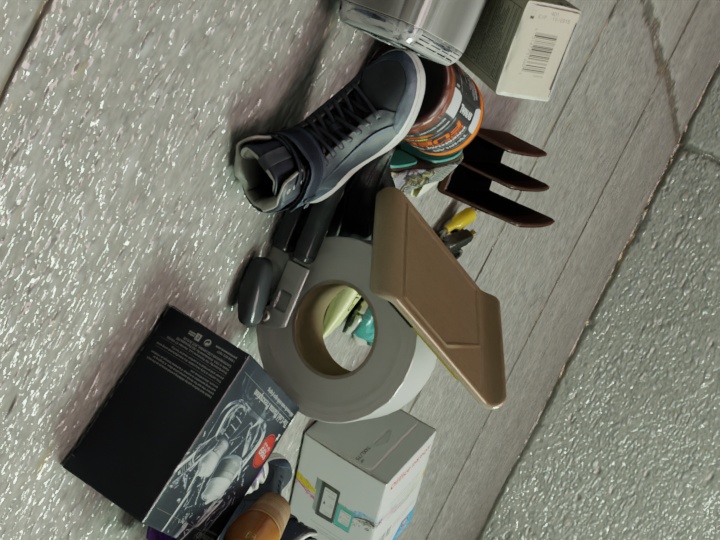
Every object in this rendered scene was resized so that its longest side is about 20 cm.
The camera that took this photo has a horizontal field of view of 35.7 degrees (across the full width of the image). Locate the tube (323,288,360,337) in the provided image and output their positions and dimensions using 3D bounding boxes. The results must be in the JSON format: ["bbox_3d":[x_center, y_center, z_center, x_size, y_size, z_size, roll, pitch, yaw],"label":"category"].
[{"bbox_3d":[0.000,0.000,1.410,0.058,0.052,0.201,18,105,-41],"label":"tube"}]

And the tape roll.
[{"bbox_3d":[-0.015,0.064,1.229,0.071,0.201,0.204,4,113,-63],"label":"tape roll"}]

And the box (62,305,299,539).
[{"bbox_3d":[-0.170,0.165,1.121,0.183,0.104,0.200,-57,159,-12],"label":"box"}]

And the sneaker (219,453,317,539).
[{"bbox_3d":[-0.102,0.304,1.379,0.202,0.145,0.078,-22,134,-62],"label":"sneaker"}]

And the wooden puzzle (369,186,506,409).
[{"bbox_3d":[0.078,0.029,1.168,0.037,0.200,0.186,-33,-151,25],"label":"wooden puzzle"}]

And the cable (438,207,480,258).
[{"bbox_3d":[0.107,-0.038,1.660,0.199,0.050,0.097,-20,152,-45],"label":"cable"}]

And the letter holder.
[{"bbox_3d":[0.225,-0.134,1.645,0.200,0.141,0.101,-9,125,-65],"label":"letter holder"}]

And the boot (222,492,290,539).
[{"bbox_3d":[-0.148,0.339,1.174,0.202,0.073,0.155,-68,171,21],"label":"boot"}]

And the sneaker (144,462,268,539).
[{"bbox_3d":[-0.170,0.241,1.247,0.200,0.080,0.089,-50,163,-44],"label":"sneaker"}]

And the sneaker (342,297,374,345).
[{"bbox_3d":[0.030,0.071,1.502,0.078,0.079,0.200,-62,165,-6],"label":"sneaker"}]

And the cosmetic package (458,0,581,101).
[{"bbox_3d":[0.145,-0.271,1.203,0.070,0.200,0.106,4,121,-27],"label":"cosmetic package"}]

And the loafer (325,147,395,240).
[{"bbox_3d":[0.015,-0.084,1.249,0.201,0.070,0.068,112,0,-53],"label":"loafer"}]

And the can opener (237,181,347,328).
[{"bbox_3d":[-0.073,-0.031,1.185,0.202,0.053,0.067,-67,160,9],"label":"can opener"}]

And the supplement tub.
[{"bbox_3d":[0.080,-0.192,1.279,0.108,0.106,0.200,-64,159,5],"label":"supplement tub"}]

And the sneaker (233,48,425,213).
[{"bbox_3d":[-0.033,-0.129,1.062,0.202,0.077,0.146,-46,166,27],"label":"sneaker"}]

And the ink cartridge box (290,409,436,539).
[{"bbox_3d":[0.000,0.307,1.643,0.147,0.145,0.201,-37,148,-48],"label":"ink cartridge box"}]

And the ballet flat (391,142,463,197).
[{"bbox_3d":[0.057,-0.121,1.369,0.200,0.072,0.073,-20,134,-54],"label":"ballet flat"}]

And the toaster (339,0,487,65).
[{"bbox_3d":[0.057,-0.282,1.089,0.200,0.113,0.130,1,111,-67],"label":"toaster"}]
